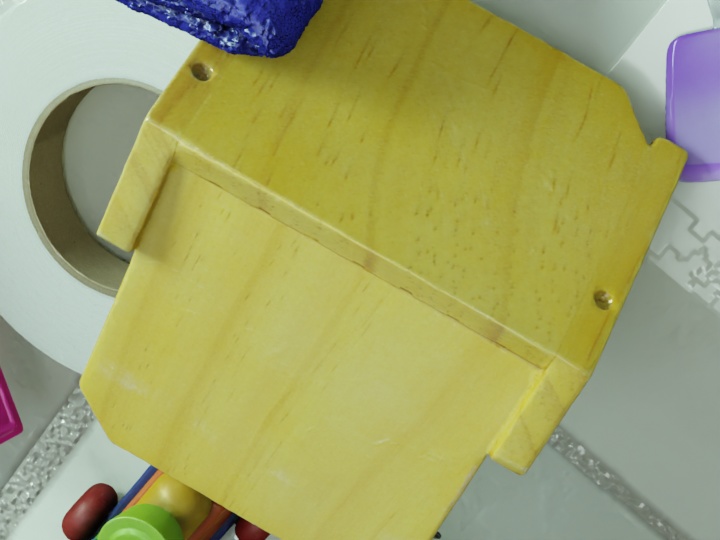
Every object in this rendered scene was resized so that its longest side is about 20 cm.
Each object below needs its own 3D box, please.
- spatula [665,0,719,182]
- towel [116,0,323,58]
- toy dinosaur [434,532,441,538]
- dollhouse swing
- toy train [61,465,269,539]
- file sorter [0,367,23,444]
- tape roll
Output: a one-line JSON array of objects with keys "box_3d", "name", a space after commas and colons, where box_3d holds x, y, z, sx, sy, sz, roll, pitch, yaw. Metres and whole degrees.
[{"box_3d": [0.146, -0.137, 0.763, 0.056, 0.021, 0.201, -2, 106, 24], "name": "spatula"}, {"box_3d": [-0.051, -0.196, 0.742, 0.147, 0.050, 0.200, 23, 76, 12], "name": "towel"}, {"box_3d": [0.036, 0.222, 0.882, 0.086, 0.136, 0.200, 11, 140, 16], "name": "toy dinosaur"}, {"box_3d": [0.000, 0.000, 0.806, 0.200, 0.182, 0.176, 29, 145, 1], "name": "dollhouse swing"}, {"box_3d": [-0.083, 0.108, 0.871, 0.085, 0.116, 0.200, 42, 116, 2], "name": "toy train"}, {"box_3d": [-0.283, 0.016, 0.890, 0.125, 0.139, 0.201, -8, 104, 44], "name": "file sorter"}, {"box_3d": [-0.105, -0.042, 0.875, 0.202, 0.037, 0.203, 6, 109, 17], "name": "tape roll"}]
